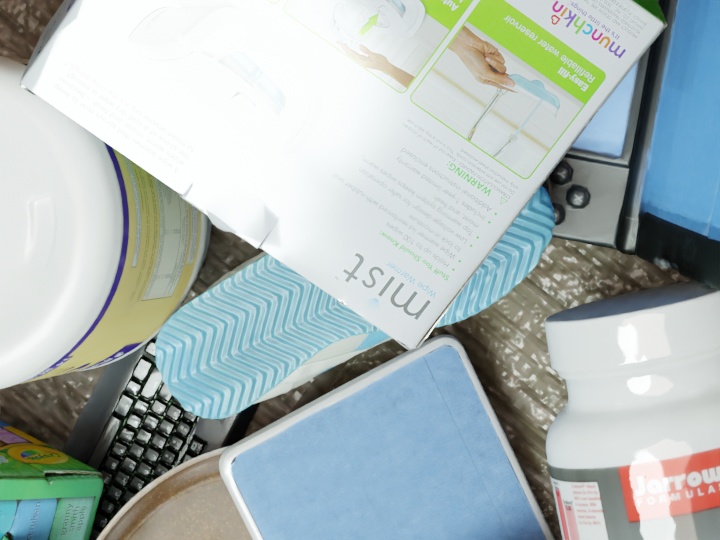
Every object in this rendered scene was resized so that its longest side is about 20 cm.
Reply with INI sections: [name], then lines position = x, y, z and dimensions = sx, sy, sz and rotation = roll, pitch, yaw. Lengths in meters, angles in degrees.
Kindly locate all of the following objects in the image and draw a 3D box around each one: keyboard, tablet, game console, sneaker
[keyboard]
position = -0.104, 0.139, 1.287
dimensions = 0.127, 0.021, 0.201
rotation = 29, 101, 6
[tablet]
position = 0.030, 0.145, 1.232
dimensions = 0.130, 0.014, 0.201
rotation = -27, 101, -9
[game console]
position = 0.113, -0.106, 1.172
dimensions = 0.175, 0.116, 0.201
rotation = 11, 98, 9
[sneaker]
position = 0.000, 0.000, 1.213
dimensions = 0.199, 0.081, 0.077
rotation = -24, 96, 20

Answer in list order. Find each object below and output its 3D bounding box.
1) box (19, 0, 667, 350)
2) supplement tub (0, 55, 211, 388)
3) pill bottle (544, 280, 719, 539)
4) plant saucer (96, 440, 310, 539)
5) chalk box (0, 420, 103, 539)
[box]
position = -0.008, -0.099, 1.071
dimensions = 0.200, 0.097, 0.177
rotation = 33, 107, -11
[supplement tub]
position = -0.152, -0.023, 1.182
dimensions = 0.145, 0.200, 0.146
rotation = 0, 92, 13
[pill bottle]
position = 0.148, 0.111, 1.189
dimensions = 0.115, 0.116, 0.201
rotation = -11, 94, 11
[plant saucer]
position = -0.050, 0.178, 1.239
dimensions = 0.199, 0.034, 0.202
rotation = -2, 97, -19
[chalk box]
position = -0.209, 0.133, 1.215
dimensions = 0.199, 0.124, 0.125
rotation = 24, 100, 34
